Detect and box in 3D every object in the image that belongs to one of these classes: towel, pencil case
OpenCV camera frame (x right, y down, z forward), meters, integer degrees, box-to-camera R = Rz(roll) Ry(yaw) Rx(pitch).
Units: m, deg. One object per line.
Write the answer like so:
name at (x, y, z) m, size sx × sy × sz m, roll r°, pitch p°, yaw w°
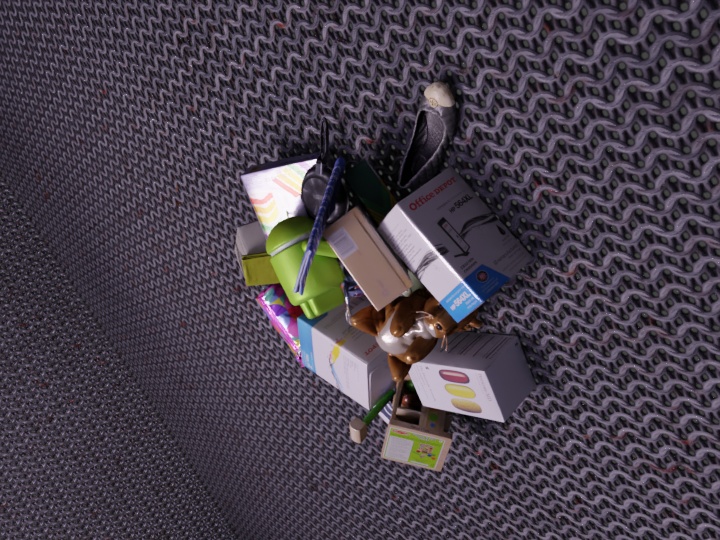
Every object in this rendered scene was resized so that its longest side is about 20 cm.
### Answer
towel at (-0.064, -0.073, 1.144) m, size 0.024 × 0.201 × 0.145 m, roll 18°, pitch 147°, yaw -3°
pencil case at (-0.160, 0.118, 1.608) m, size 0.200 × 0.088 × 0.088 m, roll 56°, pitch 146°, yaw -3°
towel at (-0.149, -0.006, 1.481) m, size 0.018 × 0.199 × 0.086 m, roll -99°, pitch 5°, yaw -50°

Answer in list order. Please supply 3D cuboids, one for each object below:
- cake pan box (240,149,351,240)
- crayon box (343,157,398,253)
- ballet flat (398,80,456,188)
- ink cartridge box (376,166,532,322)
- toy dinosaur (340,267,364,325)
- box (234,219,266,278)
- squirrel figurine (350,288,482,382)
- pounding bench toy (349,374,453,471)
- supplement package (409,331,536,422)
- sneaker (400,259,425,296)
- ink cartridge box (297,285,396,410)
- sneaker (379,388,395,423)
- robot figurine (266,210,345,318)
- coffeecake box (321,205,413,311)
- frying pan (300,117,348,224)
cake pan box at (-0.114, -0.130, 1.369) m, size 0.199 × 0.052 × 0.185 m, roll -6°, pitch 118°, yaw 26°
crayon box at (0.048, -0.093, 1.207) m, size 0.200 × 0.052 × 0.126 m, roll 53°, pitch -178°, yaw 0°
ballet flat at (0.105, -0.204, 1.088) m, size 0.066 × 0.057 × 0.200 m, roll 37°, pitch 143°, yaw 21°
ink cartridge box at (0.147, -0.044, 1.098) m, size 0.200 × 0.146 × 0.084 m, roll 49°, pitch 146°, yaw 6°
toy dinosaur at (0.000, 0.000, 1.384) m, size 0.181 × 0.105 × 0.201 m, roll -14°, pitch 92°, yaw 65°
box at (-0.239, -0.047, 1.572) m, size 0.200 × 0.068 × 0.082 m, roll 128°, pitch 121°, yaw -72°
squirrel figurine at (0.122, 0.074, 1.192) m, size 0.186 × 0.200 × 0.142 m, roll -32°, pitch 90°, yaw 42°
pounding bench toy at (0.087, 0.287, 1.413) m, size 0.199 × 0.156 × 0.125 m, roll 12°, pitch 135°, yaw 4°
supplement package at (0.198, 0.187, 1.276) m, size 0.200 × 0.109 × 0.114 m, roll -1°, pitch 119°, yaw 51°
sneaker at (0.087, 0.078, 1.330) m, size 0.067 × 0.090 × 0.201 m, roll 20°, pitch 134°, yaw 40°
ink cartridge box at (-0.009, 0.158, 1.467) m, size 0.200 × 0.147 × 0.146 m, roll 30°, pitch 139°, yaw 32°
sneaker at (0.037, 0.266, 1.574) m, size 0.200 × 0.070 × 0.109 m, roll 38°, pitch 149°, yaw 10°
robot figurine at (-0.105, -0.013, 1.316) m, size 0.201 × 0.115 × 0.175 m, roll 64°, pitch 155°, yaw 2°
coffeecake box at (0.013, -0.028, 1.176) m, size 0.154 × 0.073 × 0.200 m, roll 54°, pitch -175°, yaw -4°
frying pan at (-0.059, -0.165, 1.259) m, size 0.115 × 0.031 × 0.190 m, roll 39°, pitch 132°, yaw 21°
